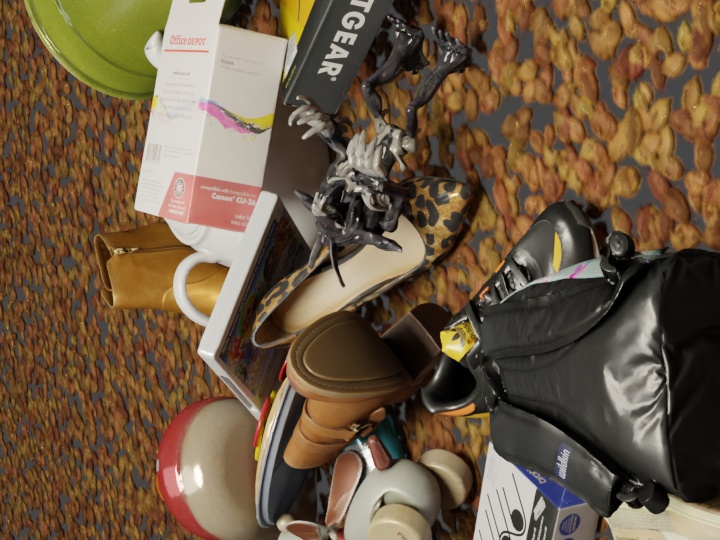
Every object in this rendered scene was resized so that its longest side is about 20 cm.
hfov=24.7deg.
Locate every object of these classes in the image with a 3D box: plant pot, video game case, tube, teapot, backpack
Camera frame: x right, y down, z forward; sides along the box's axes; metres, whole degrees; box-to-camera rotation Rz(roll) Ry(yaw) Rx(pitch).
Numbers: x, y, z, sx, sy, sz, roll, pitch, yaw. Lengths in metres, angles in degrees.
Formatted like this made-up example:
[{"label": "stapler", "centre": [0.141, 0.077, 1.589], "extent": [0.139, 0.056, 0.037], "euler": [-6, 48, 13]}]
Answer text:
[{"label": "plant pot", "centre": [-0.179, -0.287, 1.506], "extent": [0.192, 0.199, 0.203], "euler": [-27, 74, 48]}, {"label": "video game case", "centre": [-0.076, 0.038, 1.381], "extent": [0.200, 0.018, 0.145], "euler": [62, -133, -65]}, {"label": "tube", "centre": [0.035, 0.226, 1.398], "extent": [0.077, 0.050, 0.202], "euler": [-31, 75, 58]}, {"label": "teapot", "centre": [-0.126, -0.084, 1.492], "extent": [0.201, 0.145, 0.199], "euler": [57, 143, 34]}, {"label": "backpack", "centre": [0.162, 0.068, 1.045], "extent": [0.199, 0.125, 0.169], "euler": [-7, 80, 62]}]

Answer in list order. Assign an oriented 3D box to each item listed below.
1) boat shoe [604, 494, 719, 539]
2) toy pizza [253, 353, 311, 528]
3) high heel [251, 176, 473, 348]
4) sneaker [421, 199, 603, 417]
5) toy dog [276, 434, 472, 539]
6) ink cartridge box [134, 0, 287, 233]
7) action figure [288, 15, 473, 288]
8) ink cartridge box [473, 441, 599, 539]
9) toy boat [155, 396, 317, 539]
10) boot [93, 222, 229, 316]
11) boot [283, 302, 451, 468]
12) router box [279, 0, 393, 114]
[{"label": "boat shoe", "centre": [0.218, 0.159, 1.032], "extent": [0.199, 0.072, 0.066], "euler": [0, 107, 63]}, {"label": "toy pizza", "centre": [-0.057, 0.121, 1.408], "extent": [0.031, 0.200, 0.202], "euler": [17, 122, 11]}, {"label": "high heel", "centre": [0.000, 0.000, 1.281], "extent": [0.072, 0.142, 0.199], "euler": [52, 139, -6]}, {"label": "sneaker", "centre": [0.104, 0.037, 1.172], "extent": [0.070, 0.089, 0.201], "euler": [58, 144, 34]}, {"label": "toy dog", "centre": [-0.009, 0.191, 1.334], "extent": [0.199, 0.132, 0.097], "euler": [-31, 102, 21]}, {"label": "ink cartridge box", "centre": [-0.121, -0.139, 1.354], "extent": [0.116, 0.067, 0.203], "euler": [15, 96, 59]}, {"label": "action figure", "centre": [0.001, -0.093, 1.230], "extent": [0.118, 0.102, 0.202], "euler": [28, 91, 40]}, {"label": "ink cartridge box", "centre": [0.124, 0.234, 1.239], "extent": [0.094, 0.044, 0.202], "euler": [42, 133, 51]}, {"label": "toy boat", "centre": [-0.130, 0.189, 1.503], "extent": [0.129, 0.200, 0.132], "euler": [-8, 73, 23]}, {"label": "boot", "centre": [-0.174, 0.028, 1.608], "extent": [0.202, 0.143, 0.071], "euler": [54, 142, 38]}, {"label": "boot", "centre": [-0.020, 0.102, 1.282], "extent": [0.155, 0.199, 0.074], "euler": [-47, 68, 31]}, {"label": "router box", "centre": [-0.011, -0.246, 1.290], "extent": [0.201, 0.050, 0.150], "euler": [120, 153, -47]}]
